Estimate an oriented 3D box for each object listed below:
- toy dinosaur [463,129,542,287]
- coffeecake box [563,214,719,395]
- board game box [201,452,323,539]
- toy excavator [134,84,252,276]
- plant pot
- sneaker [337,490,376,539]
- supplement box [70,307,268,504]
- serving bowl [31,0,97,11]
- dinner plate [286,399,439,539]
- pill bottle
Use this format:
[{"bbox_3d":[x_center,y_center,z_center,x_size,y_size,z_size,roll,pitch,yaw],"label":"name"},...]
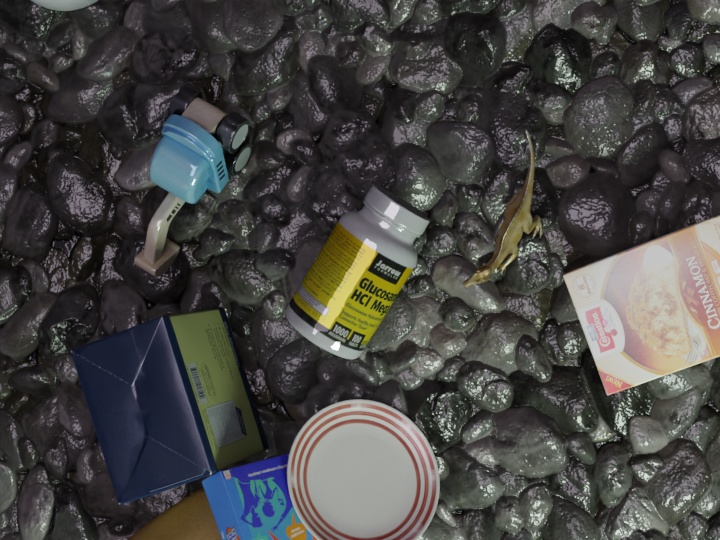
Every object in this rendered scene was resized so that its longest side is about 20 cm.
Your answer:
[{"bbox_3d":[0.191,-0.064,1.627,0.058,0.101,0.201,24,97,14],"label":"toy dinosaur"},{"bbox_3d":[0.362,0.040,1.598,0.199,0.073,0.155,-22,86,15],"label":"coffeecake box"},{"bbox_3d":[-0.094,0.330,1.634,0.045,0.151,0.202,-31,74,40],"label":"board game box"},{"bbox_3d":[-0.234,-0.109,1.736,0.099,0.195,0.201,32,71,12],"label":"toy excavator"},{"bbox_3d":[-0.211,0.370,1.722,0.186,0.186,0.200,40,87,11],"label":"plant pot"},{"bbox_3d":[0.016,0.363,1.697,0.073,0.077,0.200,-41,82,13],"label":"sneaker"},{"bbox_3d":[-0.236,0.165,1.697,0.133,0.200,0.202,-19,86,16],"label":"supplement box"},{"bbox_3d":[-0.409,-0.455,1.802,0.198,0.066,0.202,0,90,16],"label":"serving bowl"},{"bbox_3d":[0.003,0.261,1.679,0.198,0.024,0.202,6,67,-13],"label":"dinner plate"},{"bbox_3d":[0.000,0.000,1.675,0.112,0.112,0.201,33,100,12],"label":"pill bottle"}]
